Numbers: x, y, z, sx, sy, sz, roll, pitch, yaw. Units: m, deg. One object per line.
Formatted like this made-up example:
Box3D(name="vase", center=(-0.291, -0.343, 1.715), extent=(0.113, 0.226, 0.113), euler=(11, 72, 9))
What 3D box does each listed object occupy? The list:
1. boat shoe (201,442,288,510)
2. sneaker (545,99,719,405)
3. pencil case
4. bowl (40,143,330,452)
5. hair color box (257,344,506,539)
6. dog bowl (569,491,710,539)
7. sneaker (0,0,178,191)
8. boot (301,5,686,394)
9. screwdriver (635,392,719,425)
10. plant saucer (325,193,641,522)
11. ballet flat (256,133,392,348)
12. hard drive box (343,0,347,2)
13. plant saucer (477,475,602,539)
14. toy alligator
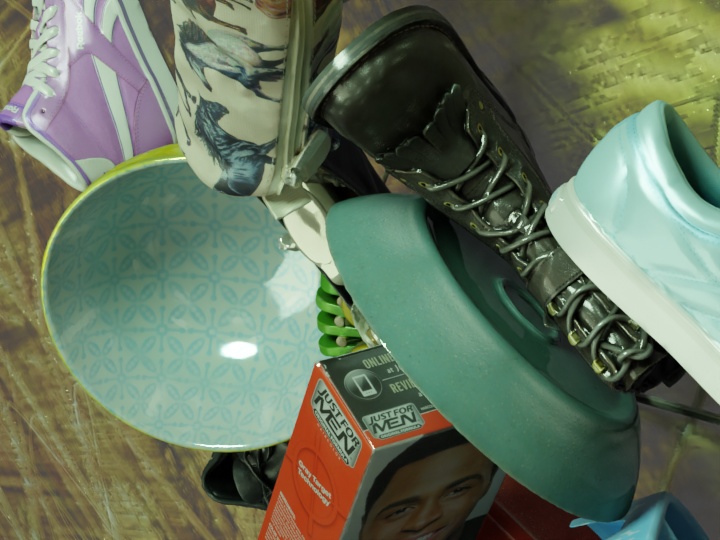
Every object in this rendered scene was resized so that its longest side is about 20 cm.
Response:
Box3D(name="boat shoe", center=(-0.065, 0.142, 1.324), extent=(0.199, 0.066, 0.075), euler=(-5, 112, 64))
Box3D(name="sneaker", center=(0.168, 0.011, 0.730), extent=(0.200, 0.074, 0.082), euler=(39, 119, 9))
Box3D(name="pencil case", center=(-0.042, -0.112, 0.811), extent=(0.089, 0.078, 0.200), euler=(47, 156, 21))
Box3D(name="bowl", center=(-0.085, -0.001, 1.132), extent=(0.108, 0.199, 0.201), euler=(-73, -31, -61))
Box3D(name="hair color box", center=(0.010, 0.120, 0.953), extent=(0.061, 0.101, 0.200), euler=(56, 146, 33))
Box3D(name="dog bowl", center=(0.141, 0.161, 0.848), extent=(0.112, 0.049, 0.200), euler=(58, -167, 3))
Box3D(name="sneaker", center=(-0.201, -0.149, 1.221), extent=(0.201, 0.114, 0.073), euler=(63, 157, -1))
Box3D(name="boot", center=(0.073, -0.022, 0.812), extent=(0.174, 0.069, 0.200), euler=(53, -165, 24))
Box3D(name="screwdriver", center=(0.168, 0.065, 0.852), extent=(0.200, 0.028, 0.029), euler=(24, 107, 63))
Box3D(name="plant saucer", center=(0.068, 0.029, 0.866), extent=(0.200, 0.036, 0.200), euler=(39, -161, -16))
Box3D(name="ballet flat", center=(0.008, 0.003, 0.957), extent=(0.200, 0.073, 0.073), euler=(53, 157, -7))
Box3D(name="hard drive box", center=(-0.018, -0.219, 0.831), extent=(0.156, 0.077, 0.200), euler=(60, 155, 1))
Box3D(name="plant saucer", center=(0.029, 0.185, 1.065), extent=(0.200, 0.200, 0.037), euler=(42, -166, 37))
Box3D(name="toy alligator", center=(0.000, 0.000, 1.029), extent=(0.054, 0.059, 0.201), euler=(4, 116, 16))
